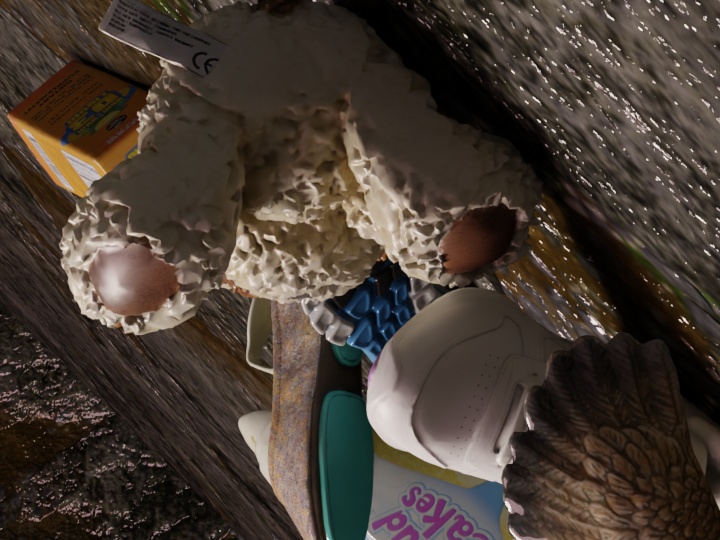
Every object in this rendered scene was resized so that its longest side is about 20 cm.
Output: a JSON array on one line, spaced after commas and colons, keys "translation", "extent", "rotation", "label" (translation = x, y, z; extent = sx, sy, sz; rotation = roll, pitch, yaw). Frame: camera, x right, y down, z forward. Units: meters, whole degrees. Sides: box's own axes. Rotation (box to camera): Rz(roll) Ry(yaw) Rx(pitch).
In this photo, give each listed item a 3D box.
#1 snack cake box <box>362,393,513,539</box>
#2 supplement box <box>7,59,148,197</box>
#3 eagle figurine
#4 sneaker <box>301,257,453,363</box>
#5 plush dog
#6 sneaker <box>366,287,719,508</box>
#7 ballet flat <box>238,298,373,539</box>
[{"translation": [0.075, 0.140, 1.470], "extent": [0.200, 0.115, 0.067], "rotation": [44, 171, 14], "label": "snack cake box"}, {"translation": [-0.158, -0.081, 1.734], "extent": [0.069, 0.066, 0.200], "rotation": [55, 167, -25], "label": "supplement box"}, {"translation": [0.156, 0.121, 1.042], "extent": [0.200, 0.151, 0.151], "rotation": [49, -169, -41], "label": "eagle figurine"}, {"translation": [0.000, 0.000, 1.364], "extent": [0.087, 0.075, 0.200], "rotation": [49, 176, 39], "label": "sneaker"}, {"translation": [-0.035, -0.042, 1.161], "extent": [0.172, 0.199, 0.161], "rotation": [99, 161, -66], "label": "plush dog"}, {"translation": [0.089, 0.061, 1.137], "extent": [0.199, 0.075, 0.099], "rotation": [15, -173, -43], "label": "sneaker"}, {"translation": [-0.030, 0.062, 1.438], "extent": [0.067, 0.201, 0.068], "rotation": [-6, 163, 28], "label": "ballet flat"}]
